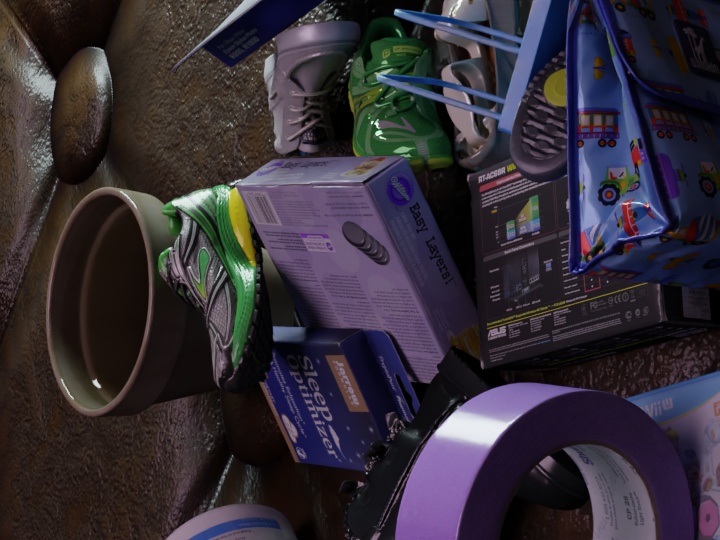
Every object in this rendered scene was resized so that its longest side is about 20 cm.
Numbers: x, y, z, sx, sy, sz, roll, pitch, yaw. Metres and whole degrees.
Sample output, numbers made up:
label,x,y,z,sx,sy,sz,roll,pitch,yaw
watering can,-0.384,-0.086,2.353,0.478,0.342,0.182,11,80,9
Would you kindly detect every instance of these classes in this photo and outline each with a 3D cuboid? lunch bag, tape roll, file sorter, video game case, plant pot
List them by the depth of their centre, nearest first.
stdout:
label,x,y,z,sx,sy,sz,roll,pitch,yaw
lunch bag,0.203,-0.097,1.228,0.094,0.150,0.201,-29,62,49
tape roll,0.120,0.174,1.233,0.066,0.200,0.201,3,88,55
video game case,0.215,0.178,1.288,0.143,0.018,0.201,-24,65,52
file sorter,0.107,-0.208,1.353,0.122,0.139,0.201,20,102,23
plant pot,-0.160,0.034,1.715,0.200,0.173,0.201,-13,74,55

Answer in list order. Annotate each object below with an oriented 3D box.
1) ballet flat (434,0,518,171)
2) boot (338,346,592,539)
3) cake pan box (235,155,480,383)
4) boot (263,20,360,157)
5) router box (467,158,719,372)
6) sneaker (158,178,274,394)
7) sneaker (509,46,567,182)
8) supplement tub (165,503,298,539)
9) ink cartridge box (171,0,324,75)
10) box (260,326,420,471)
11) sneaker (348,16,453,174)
label,x,y,z,sx,sy,sz,roll,pitch,yaw
ballet flat,0.089,-0.168,1.480,0.067,0.064,0.201,-31,60,49
boot,0.073,0.163,1.387,0.163,0.073,0.198,-58,39,9
cake pan box,0.000,0.000,1.516,0.200,0.052,0.185,1,121,56
boot,-0.038,-0.149,1.630,0.200,0.073,0.096,149,113,-80
router box,0.161,-0.017,1.354,0.200,0.062,0.150,-19,71,53
sneaker,-0.118,0.018,1.571,0.078,0.085,0.200,79,180,-51
sneaker,0.166,-0.132,1.301,0.066,0.078,0.200,18,67,27
supplement tub,-0.087,0.308,1.609,0.132,0.132,0.200,-58,41,33
ink cartridge box,-0.045,-0.241,1.599,0.041,0.200,0.199,49,142,-11
box,-0.019,0.105,1.570,0.200,0.032,0.121,-3,114,57
sneaker,0.025,-0.138,1.516,0.200,0.074,0.084,-111,19,-56
